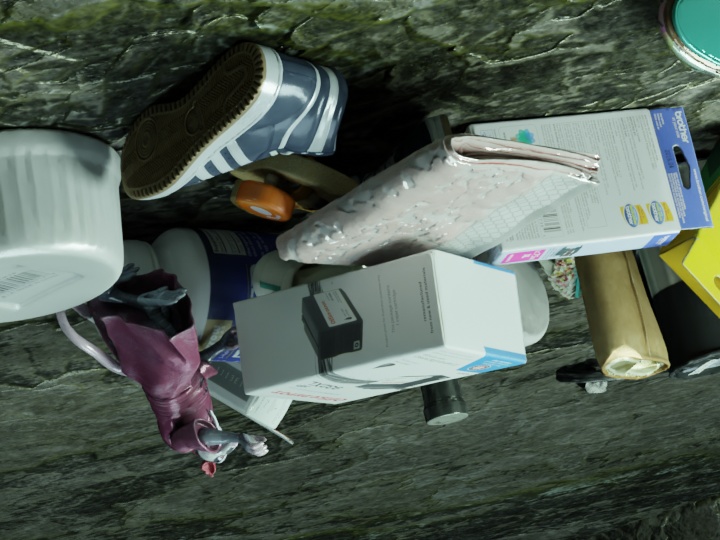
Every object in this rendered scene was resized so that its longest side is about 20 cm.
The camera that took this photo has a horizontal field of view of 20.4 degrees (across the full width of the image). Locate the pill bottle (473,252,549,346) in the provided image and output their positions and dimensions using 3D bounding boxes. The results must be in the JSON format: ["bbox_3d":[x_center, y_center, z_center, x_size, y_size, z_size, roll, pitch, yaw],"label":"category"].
[{"bbox_3d":[0.086,0.052,2.072,0.199,0.113,0.112,-22,160,33],"label":"pill bottle"}]

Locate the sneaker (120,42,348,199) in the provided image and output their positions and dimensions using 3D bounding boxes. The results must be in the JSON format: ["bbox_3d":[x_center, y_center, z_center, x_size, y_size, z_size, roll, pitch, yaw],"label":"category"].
[{"bbox_3d":[-0.093,-0.103,1.524,0.108,0.070,0.200,6,153,-40],"label":"sneaker"}]

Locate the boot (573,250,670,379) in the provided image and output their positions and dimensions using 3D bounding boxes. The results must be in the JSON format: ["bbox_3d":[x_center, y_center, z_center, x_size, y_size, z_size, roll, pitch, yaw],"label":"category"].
[{"bbox_3d":[0.205,-0.010,1.791,0.066,0.201,0.175,-24,159,36],"label":"boot"}]

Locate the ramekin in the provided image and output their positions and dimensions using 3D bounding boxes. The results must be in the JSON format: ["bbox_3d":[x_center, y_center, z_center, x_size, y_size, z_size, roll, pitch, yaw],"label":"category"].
[{"bbox_3d":[-0.282,-0.029,1.594,0.199,0.098,0.201,-10,164,-3],"label":"ramekin"}]

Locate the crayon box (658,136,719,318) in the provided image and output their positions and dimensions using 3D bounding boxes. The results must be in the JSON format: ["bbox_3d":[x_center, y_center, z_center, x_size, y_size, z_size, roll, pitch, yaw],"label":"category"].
[{"bbox_3d":[0.344,-0.024,1.790,0.051,0.127,0.200,-29,-160,48],"label":"crayon box"}]

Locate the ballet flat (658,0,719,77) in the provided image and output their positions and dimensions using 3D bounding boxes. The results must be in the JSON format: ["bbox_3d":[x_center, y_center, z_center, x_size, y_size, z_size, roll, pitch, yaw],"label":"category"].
[{"bbox_3d":[0.295,-0.180,1.550,0.199,0.070,0.071,-1,180,-31],"label":"ballet flat"}]

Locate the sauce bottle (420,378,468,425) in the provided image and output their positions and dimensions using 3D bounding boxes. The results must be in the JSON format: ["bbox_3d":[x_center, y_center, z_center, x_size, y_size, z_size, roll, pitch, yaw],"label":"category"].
[{"bbox_3d":[0.060,0.044,1.874,0.066,0.201,0.066,-8,164,-2],"label":"sauce bottle"}]

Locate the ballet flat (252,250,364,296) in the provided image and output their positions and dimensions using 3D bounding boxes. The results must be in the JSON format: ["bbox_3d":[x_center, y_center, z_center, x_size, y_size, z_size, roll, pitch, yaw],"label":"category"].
[{"bbox_3d":[0.000,0.000,1.785,0.199,0.070,0.069,-12,166,-31],"label":"ballet flat"}]

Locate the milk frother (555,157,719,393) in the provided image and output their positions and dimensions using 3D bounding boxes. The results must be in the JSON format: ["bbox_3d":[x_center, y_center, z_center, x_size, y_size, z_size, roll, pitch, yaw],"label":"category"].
[{"bbox_3d":[0.276,0.012,1.911,0.199,0.189,0.180,-3,162,-37],"label":"milk frother"}]

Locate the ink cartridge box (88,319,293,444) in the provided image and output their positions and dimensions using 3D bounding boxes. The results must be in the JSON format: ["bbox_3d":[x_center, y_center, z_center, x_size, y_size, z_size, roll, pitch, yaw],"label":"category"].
[{"bbox_3d":[-0.156,0.092,1.960,0.199,0.044,0.174,30,175,19],"label":"ink cartridge box"}]

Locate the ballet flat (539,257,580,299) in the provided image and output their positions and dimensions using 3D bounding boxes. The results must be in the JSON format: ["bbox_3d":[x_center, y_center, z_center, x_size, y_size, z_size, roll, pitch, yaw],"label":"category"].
[{"bbox_3d":[0.204,-0.030,1.990,0.064,0.076,0.200,19,160,7],"label":"ballet flat"}]

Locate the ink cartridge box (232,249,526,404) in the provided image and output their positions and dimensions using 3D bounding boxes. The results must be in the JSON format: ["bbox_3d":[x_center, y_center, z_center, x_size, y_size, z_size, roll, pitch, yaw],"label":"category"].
[{"bbox_3d":[0.016,0.052,1.679,0.199,0.084,0.145,-14,166,30],"label":"ink cartridge box"}]

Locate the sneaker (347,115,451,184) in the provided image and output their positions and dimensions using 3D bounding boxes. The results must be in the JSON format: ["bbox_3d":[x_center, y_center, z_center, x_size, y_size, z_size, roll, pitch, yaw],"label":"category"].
[{"bbox_3d":[0.024,-0.069,1.684,0.108,0.071,0.200,-11,166,-6],"label":"sneaker"}]

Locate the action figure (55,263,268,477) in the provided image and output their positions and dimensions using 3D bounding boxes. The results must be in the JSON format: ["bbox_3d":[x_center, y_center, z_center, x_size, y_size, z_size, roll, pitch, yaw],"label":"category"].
[{"bbox_3d":[-0.162,0.101,1.697,0.148,0.134,0.201,-15,121,1],"label":"action figure"}]

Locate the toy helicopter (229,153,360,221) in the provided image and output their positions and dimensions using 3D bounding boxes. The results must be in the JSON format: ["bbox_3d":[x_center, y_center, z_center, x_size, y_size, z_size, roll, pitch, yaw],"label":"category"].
[{"bbox_3d":[-0.051,-0.064,1.649,0.132,0.079,0.200,22,169,-19],"label":"toy helicopter"}]

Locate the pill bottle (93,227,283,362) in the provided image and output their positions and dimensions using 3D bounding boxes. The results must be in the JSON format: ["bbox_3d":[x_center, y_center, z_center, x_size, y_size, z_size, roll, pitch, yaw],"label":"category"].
[{"bbox_3d":[-0.135,0.022,1.813,0.199,0.120,0.120,3,159,-29],"label":"pill bottle"}]

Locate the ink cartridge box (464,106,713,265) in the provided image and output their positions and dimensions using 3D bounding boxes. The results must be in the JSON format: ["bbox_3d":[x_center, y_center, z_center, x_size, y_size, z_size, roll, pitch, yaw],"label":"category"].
[{"bbox_3d":[0.194,-0.074,1.717,0.199,0.120,0.042,-7,160,-14],"label":"ink cartridge box"}]

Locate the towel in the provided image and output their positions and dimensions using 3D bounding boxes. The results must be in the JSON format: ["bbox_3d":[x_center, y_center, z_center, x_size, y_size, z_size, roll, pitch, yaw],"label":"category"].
[{"bbox_3d":[0.063,-0.048,1.577,0.190,0.032,0.200,5,154,-44],"label":"towel"}]
